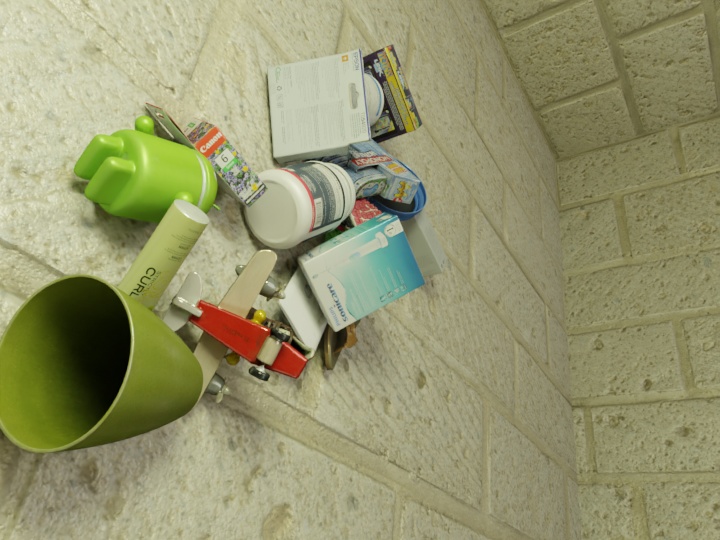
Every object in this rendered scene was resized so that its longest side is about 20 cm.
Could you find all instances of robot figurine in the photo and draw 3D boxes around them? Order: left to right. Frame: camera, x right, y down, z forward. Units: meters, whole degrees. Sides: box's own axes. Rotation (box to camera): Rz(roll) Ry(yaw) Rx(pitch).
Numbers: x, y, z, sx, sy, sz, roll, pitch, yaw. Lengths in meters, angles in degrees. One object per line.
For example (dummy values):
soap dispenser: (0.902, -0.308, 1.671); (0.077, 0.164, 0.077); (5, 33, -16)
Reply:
robot figurine: (-0.287, -0.126, 0.816); (0.200, 0.116, 0.176); (8, 41, -57)

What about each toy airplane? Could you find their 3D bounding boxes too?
toy airplane: (-0.194, 0.088, 0.868); (0.141, 0.199, 0.200); (83, -11, -81)

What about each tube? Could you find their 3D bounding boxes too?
tube: (-0.269, 0.002, 0.761); (0.058, 0.200, 0.052); (34, 14, -17)

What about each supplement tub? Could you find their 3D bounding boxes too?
supplement tub: (-0.108, -0.128, 1.087); (0.200, 0.140, 0.141); (-30, 105, -58)
supplement tub: (-0.044, -0.382, 1.296); (0.200, 0.131, 0.133); (-19, 95, -60)

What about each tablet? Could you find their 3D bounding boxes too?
tablet: (-0.097, 0.059, 1.126); (0.131, 0.014, 0.200); (63, 22, -22)

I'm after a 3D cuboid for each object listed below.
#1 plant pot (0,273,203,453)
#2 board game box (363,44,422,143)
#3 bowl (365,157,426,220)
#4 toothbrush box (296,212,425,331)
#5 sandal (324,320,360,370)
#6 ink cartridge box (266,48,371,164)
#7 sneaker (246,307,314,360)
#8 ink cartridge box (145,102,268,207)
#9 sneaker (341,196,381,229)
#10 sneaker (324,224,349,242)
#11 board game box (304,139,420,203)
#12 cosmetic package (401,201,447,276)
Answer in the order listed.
plant pot: (-0.284, 0.123, 0.698); (0.200, 0.186, 0.189); (44, 42, -64)
board game box: (0.037, -0.415, 1.410); (0.057, 0.164, 0.201); (-49, 121, -53)
bowl: (0.066, -0.201, 1.408); (0.199, 0.039, 0.202); (18, 46, -19)
toothbrush box: (0.000, 0.000, 1.107); (0.147, 0.199, 0.085); (64, -10, -16)
sandal: (-0.026, 0.125, 1.197); (0.200, 0.054, 0.081); (-53, 140, -55)
ink cartridge box: (-0.081, -0.323, 1.152); (0.041, 0.198, 0.201); (42, 42, -74)
sneaker: (-0.154, 0.102, 0.988); (0.200, 0.075, 0.071); (43, 45, -44)
ink cartridge box: (-0.241, -0.195, 0.921); (0.050, 0.109, 0.200); (-46, 127, -10)
sneaker: (-0.010, -0.114, 1.224); (0.080, 0.075, 0.200); (4, 37, -30)
sneaker: (-0.021, -0.006, 1.271); (0.201, 0.076, 0.084); (64, -6, -6)
board game box: (0.019, -0.215, 1.265); (0.199, 0.200, 0.062); (-20, 141, -50)
cosmetic package: (0.141, -0.080, 1.520); (0.201, 0.101, 0.074); (62, 34, -26)
